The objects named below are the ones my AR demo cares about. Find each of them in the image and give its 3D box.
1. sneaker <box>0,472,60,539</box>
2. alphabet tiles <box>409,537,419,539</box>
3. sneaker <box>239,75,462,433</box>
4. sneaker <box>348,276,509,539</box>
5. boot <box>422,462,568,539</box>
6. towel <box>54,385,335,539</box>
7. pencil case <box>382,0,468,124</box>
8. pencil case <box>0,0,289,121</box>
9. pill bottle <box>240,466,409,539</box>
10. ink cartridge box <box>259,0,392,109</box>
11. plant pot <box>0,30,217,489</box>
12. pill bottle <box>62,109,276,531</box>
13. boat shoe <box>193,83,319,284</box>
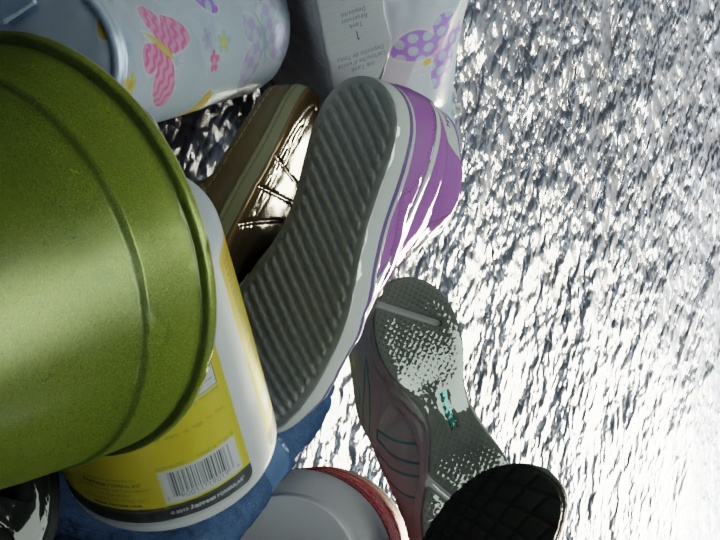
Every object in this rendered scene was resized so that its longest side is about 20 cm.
[{"bbox_3d":[-0.203,0.160,1.237,0.104,0.060,0.202,29,72,-69],"label":"sneaker"},{"bbox_3d":[-0.005,0.250,1.403,0.167,0.007,0.201,-47,155,-79],"label":"alphabet tiles"},{"bbox_3d":[0.001,0.000,1.400,0.114,0.072,0.202,14,103,-62],"label":"sneaker"},{"bbox_3d":[0.040,0.105,1.554,0.070,0.080,0.202,-14,88,-26],"label":"sneaker"},{"bbox_3d":[0.081,0.178,1.477,0.130,0.068,0.201,-23,143,-56],"label":"boot"},{"bbox_3d":[-0.097,0.104,1.399,0.200,0.111,0.049,-52,153,-51],"label":"towel"},{"bbox_3d":[0.026,-0.158,1.497,0.083,0.090,0.201,-67,170,-53],"label":"pencil case"},{"bbox_3d":[-0.112,-0.122,1.333,0.200,0.083,0.091,-28,106,-62],"label":"pencil case"},{"bbox_3d":[-0.032,0.171,1.498,0.200,0.111,0.113,34,63,-83],"label":"pill bottle"},{"bbox_3d":[-0.024,-0.133,1.474,0.161,0.050,0.201,-129,-158,-56],"label":"ink cartridge box"},{"bbox_3d":[-0.197,0.019,1.092,0.192,0.199,0.202,-28,121,-48],"label":"plant pot"},{"bbox_3d":[-0.113,0.021,1.248,0.112,0.111,0.201,-59,145,-44],"label":"pill bottle"},{"bbox_3d":[-0.090,-0.018,1.380,0.201,0.065,0.072,-62,162,1],"label":"boat shoe"}]
